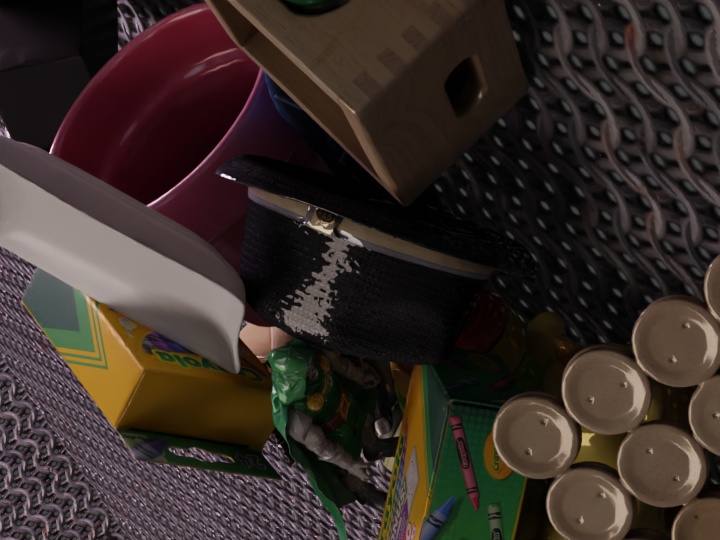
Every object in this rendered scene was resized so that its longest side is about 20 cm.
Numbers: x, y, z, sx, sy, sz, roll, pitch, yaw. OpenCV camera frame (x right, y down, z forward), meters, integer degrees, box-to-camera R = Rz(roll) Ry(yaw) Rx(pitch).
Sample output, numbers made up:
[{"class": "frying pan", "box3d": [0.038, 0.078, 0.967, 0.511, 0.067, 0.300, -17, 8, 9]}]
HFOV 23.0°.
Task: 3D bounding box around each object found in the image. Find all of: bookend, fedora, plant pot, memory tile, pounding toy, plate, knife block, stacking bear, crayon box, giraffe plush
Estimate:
[{"class": "bookend", "box3d": [-0.251, -0.205, 1.319, 0.199, 0.092, 0.200, 75, -174, -50]}, {"class": "fedora", "box3d": [0.000, 0.000, 1.055, 0.200, 0.092, 0.201, 18, -173, -2]}, {"class": "plant pot", "box3d": [-0.092, -0.060, 1.254, 0.200, 0.200, 0.179, 25, 164, 51]}, {"class": "memory tile", "box3d": [0.182, 0.090, 0.949, 0.153, 0.200, 0.017, 51, -155, -3]}, {"class": "pounding toy", "box3d": [0.015, -0.151, 0.937, 0.184, 0.142, 0.200, 45, 177, 19]}, {"class": "plate", "box3d": [-0.154, -0.014, 1.095, 0.199, 0.032, 0.200, 29, 164, 4]}, {"class": "knife block", "box3d": [-0.011, 0.060, 1.303, 0.175, 0.200, 0.064, 0, 127, 47]}, {"class": "stacking bear", "box3d": [0.066, 0.060, 1.198, 0.121, 0.114, 0.200, -2, 132, 30]}, {"class": "crayon box", "box3d": [0.051, 0.157, 1.070, 0.119, 0.058, 0.200, -116, 36, -75]}, {"class": "crayon box", "box3d": [-0.136, 0.062, 1.218, 0.126, 0.052, 0.200, 14, -159, -41]}, {"class": "giraffe plush", "box3d": [0.149, 0.110, 1.068, 0.172, 0.200, 0.162, 14, 117, 26]}]

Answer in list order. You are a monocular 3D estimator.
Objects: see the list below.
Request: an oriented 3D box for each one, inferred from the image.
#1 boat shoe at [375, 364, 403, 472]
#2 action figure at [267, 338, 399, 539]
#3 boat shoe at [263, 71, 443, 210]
[{"class": "boat shoe", "box3d": [0.018, 0.105, 1.364, 0.066, 0.072, 0.201, 30, -176, 1]}, {"class": "action figure", "box3d": [-0.016, 0.094, 1.099, 0.055, 0.118, 0.200, -2, 154, 18]}, {"class": "boat shoe", "box3d": [0.007, -0.099, 1.134, 0.069, 0.084, 0.200, 25, 165, 38]}]
